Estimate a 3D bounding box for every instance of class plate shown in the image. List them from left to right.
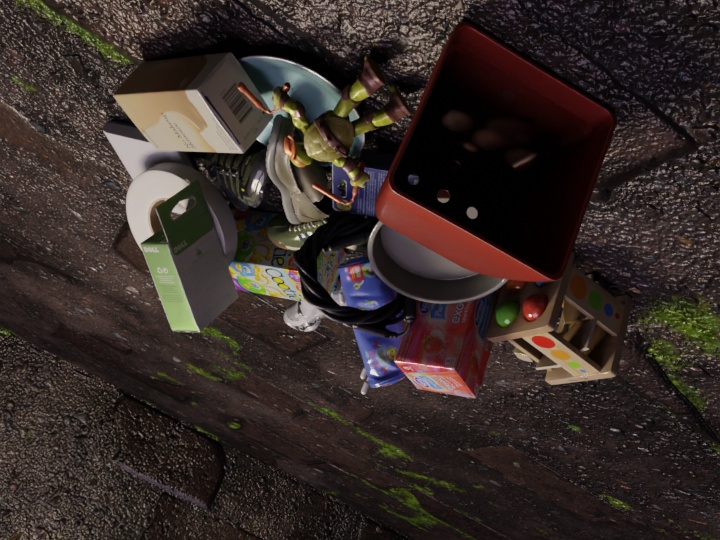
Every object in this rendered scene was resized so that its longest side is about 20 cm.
[{"bbox_3d":[-0.083,-0.206,0.996,0.198,0.026,0.201,19,154,10],"label":"plate"}]

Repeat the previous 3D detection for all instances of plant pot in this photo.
[{"bbox_3d":[0.123,-0.104,0.852,0.199,0.201,0.176,27,163,-10],"label":"plant pot"}]

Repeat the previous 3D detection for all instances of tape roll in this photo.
[{"bbox_3d":[-0.284,-0.073,1.237,0.201,0.037,0.205,16,125,24],"label":"tape roll"}]

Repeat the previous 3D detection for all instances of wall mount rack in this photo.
[{"bbox_3d":[0.012,0.102,1.307,0.074,0.176,0.200,-16,-176,2],"label":"wall mount rack"}]

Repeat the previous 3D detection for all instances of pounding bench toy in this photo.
[{"bbox_3d":[0.256,0.072,1.134,0.155,0.125,0.199,34,152,-21],"label":"pounding bench toy"}]

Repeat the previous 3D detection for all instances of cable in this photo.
[{"bbox_3d":[0.000,0.000,1.082,0.198,0.165,0.051,19,164,-24],"label":"cable"}]

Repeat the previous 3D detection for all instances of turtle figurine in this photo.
[{"bbox_3d":[-0.034,-0.171,0.901,0.161,0.065,0.200,-35,115,19],"label":"turtle figurine"}]

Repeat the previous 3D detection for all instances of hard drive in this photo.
[{"bbox_3d":[-0.323,-0.159,1.278,0.131,0.026,0.201,15,153,16],"label":"hard drive"}]

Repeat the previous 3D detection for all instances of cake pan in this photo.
[{"bbox_3d":[0.109,-0.033,1.030,0.198,0.037,0.201,4,138,4],"label":"cake pan"}]

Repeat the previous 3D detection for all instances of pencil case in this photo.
[{"bbox_3d":[0.029,0.071,1.165,0.086,0.202,0.078,-14,-178,9],"label":"pencil case"}]

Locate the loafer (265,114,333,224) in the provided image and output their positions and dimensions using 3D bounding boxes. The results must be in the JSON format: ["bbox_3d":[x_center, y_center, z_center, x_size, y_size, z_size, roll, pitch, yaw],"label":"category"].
[{"bbox_3d":[-0.076,-0.132,1.036,0.069,0.076,0.201,3,154,10],"label":"loafer"}]

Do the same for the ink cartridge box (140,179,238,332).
[{"bbox_3d":[-0.259,-0.021,1.160,0.059,0.104,0.202,1,118,31],"label":"ink cartridge box"}]

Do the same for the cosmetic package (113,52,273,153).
[{"bbox_3d":[-0.217,-0.211,0.999,0.199,0.071,0.105,8,145,44],"label":"cosmetic package"}]

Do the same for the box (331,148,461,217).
[{"bbox_3d":[0.061,-0.104,1.037,0.197,0.033,0.121,10,153,4],"label":"box"}]

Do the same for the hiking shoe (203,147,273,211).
[{"bbox_3d":[-0.178,-0.142,1.122,0.100,0.076,0.200,34,161,-15],"label":"hiking shoe"}]

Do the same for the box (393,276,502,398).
[{"bbox_3d":[0.136,0.070,1.139,0.102,0.202,0.095,4,149,34],"label":"box"}]

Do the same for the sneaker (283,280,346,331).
[{"bbox_3d":[-0.094,0.048,1.433,0.199,0.076,0.115,-13,136,43],"label":"sneaker"}]

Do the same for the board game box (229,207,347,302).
[{"bbox_3d":[-0.140,-0.025,1.294,0.198,0.106,0.103,9,150,25],"label":"board game box"}]

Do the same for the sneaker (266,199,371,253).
[{"bbox_3d":[-0.057,-0.076,1.175,0.198,0.068,0.090,6,152,17],"label":"sneaker"}]
